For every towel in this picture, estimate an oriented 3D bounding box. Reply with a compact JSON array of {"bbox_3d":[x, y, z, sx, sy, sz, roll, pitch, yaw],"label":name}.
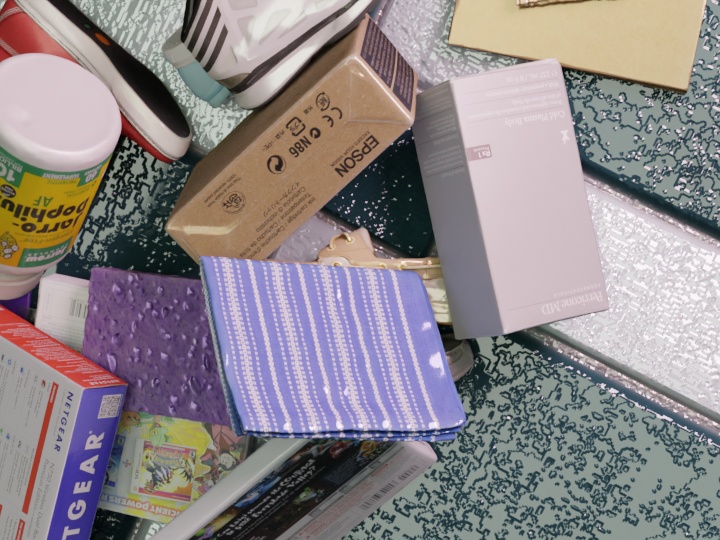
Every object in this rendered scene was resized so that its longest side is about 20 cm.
[{"bbox_3d":[-0.018,0.057,1.159,0.024,0.199,0.146,-43,53,45],"label":"towel"}]

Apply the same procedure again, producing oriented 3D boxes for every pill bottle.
[{"bbox_3d":[-0.273,-0.068,1.267,0.113,0.113,0.200,40,134,6],"label":"pill bottle"}]

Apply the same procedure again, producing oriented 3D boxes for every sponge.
[{"bbox_3d":[-0.128,0.062,1.237,0.198,0.030,0.113,6,91,22],"label":"sponge"}]

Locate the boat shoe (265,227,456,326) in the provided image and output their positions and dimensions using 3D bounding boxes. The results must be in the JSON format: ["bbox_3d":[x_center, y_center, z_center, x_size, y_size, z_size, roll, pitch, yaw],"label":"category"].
[{"bbox_3d":[0.000,0.000,1.281,0.198,0.074,0.070,8,90,0],"label":"boat shoe"}]

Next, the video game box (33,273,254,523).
[{"bbox_3d":[-0.183,0.112,1.316,0.198,0.047,0.184,12,97,5],"label":"video game box"}]

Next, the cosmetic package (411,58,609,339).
[{"bbox_3d":[0.115,-0.052,1.229,0.106,0.090,0.202,-14,88,-25],"label":"cosmetic package"}]

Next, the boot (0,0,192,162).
[{"bbox_3d":[-0.247,-0.129,1.323,0.200,0.072,0.145,42,106,6],"label":"boot"}]

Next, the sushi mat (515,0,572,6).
[{"bbox_3d":[0.166,-0.313,1.242,0.095,0.012,0.202,-2,89,12],"label":"sushi mat"}]

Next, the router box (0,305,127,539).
[{"bbox_3d":[-0.286,0.151,1.279,0.179,0.049,0.202,26,106,35],"label":"router box"}]

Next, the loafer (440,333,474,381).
[{"bbox_3d":[-0.006,0.076,1.263,0.198,0.070,0.070,-13,104,-10],"label":"loafer"}]

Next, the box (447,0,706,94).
[{"bbox_3d":[0.181,-0.242,1.259,0.198,0.021,0.165,12,94,9],"label":"box"}]

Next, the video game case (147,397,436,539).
[{"bbox_3d":[-0.053,0.184,1.245,0.200,0.182,0.023,-39,59,9],"label":"video game case"}]

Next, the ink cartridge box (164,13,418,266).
[{"bbox_3d":[-0.049,-0.096,1.221,0.200,0.165,0.075,-41,102,16],"label":"ink cartridge box"}]

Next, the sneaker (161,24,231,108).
[{"bbox_3d":[-0.062,-0.207,1.292,0.199,0.074,0.082,-31,117,5],"label":"sneaker"}]

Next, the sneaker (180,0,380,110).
[{"bbox_3d":[-0.058,-0.226,1.199,0.200,0.076,0.115,-44,121,10],"label":"sneaker"}]

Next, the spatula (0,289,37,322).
[{"bbox_3d":[-0.246,0.044,1.347,0.198,0.021,0.057,12,101,5],"label":"spatula"}]
